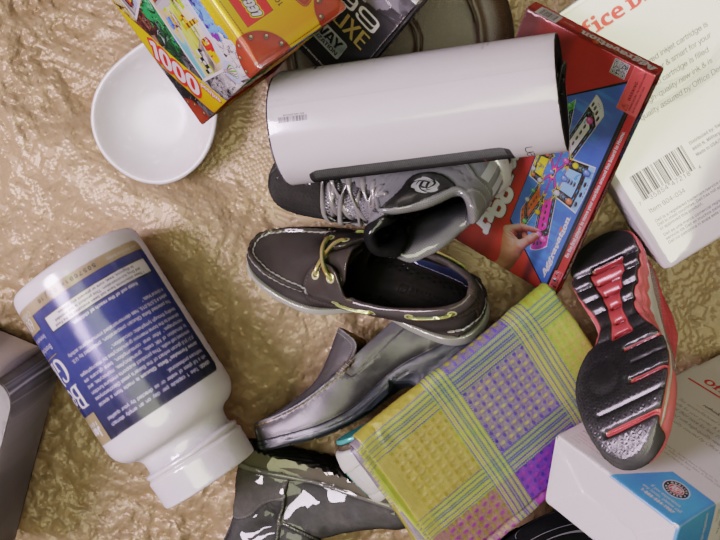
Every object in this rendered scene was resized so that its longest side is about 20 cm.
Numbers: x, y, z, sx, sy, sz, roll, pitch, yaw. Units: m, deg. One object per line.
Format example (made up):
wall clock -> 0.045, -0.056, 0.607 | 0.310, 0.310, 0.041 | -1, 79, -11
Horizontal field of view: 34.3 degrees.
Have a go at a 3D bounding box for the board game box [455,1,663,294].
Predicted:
board game box -> 0.134, -0.083, 0.852 | 0.103, 0.019, 0.201 | 32, 131, 18

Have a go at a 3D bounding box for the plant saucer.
plant saucer -> 0.020, -0.174, 0.901 | 0.199, 0.032, 0.201 | 1, 99, 4

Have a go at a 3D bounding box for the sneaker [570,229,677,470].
sneaker -> 0.209, 0.063, 0.855 | 0.074, 0.201, 0.087 | -26, 131, 32

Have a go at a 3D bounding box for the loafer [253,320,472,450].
loafer -> -0.001, 0.078, 0.928 | 0.199, 0.073, 0.073 | -28, 88, -2

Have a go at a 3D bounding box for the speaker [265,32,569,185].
speaker -> 0.042, -0.109, 0.794 | 0.199, 0.081, 0.082 | -6, 99, 14

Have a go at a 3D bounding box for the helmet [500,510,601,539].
helmet -> 0.190, 0.276, 0.880 | 0.190, 0.200, 0.201 | -10, 99, 9

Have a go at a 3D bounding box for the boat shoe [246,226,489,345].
boat shoe -> 0.000, 0.000, 0.889 | 0.200, 0.061, 0.072 | 14, 69, 17

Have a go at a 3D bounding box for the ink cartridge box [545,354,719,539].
ink cartridge box -> 0.250, 0.141, 0.864 | 0.199, 0.116, 0.067 | -19, 127, -32

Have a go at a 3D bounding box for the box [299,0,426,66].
box -> -0.043, -0.233, 0.799 | 0.200, 0.158, 0.050 | 46, 69, -5

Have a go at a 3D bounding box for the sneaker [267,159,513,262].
sneaker -> 0.004, -0.052, 0.851 | 0.199, 0.116, 0.075 | -4, 123, 27

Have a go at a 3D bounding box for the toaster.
toaster -> -0.348, 0.122, 0.929 | 0.180, 0.119, 0.201 | 17, 100, 0

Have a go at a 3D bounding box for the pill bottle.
pill bottle -> -0.170, 0.078, 0.904 | 0.111, 0.111, 0.201 | -33, 89, 8

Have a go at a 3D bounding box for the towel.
towel -> 0.099, 0.120, 0.876 | 0.200, 0.023, 0.144 | -39, 109, -9

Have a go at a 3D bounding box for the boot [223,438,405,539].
boot -> -0.044, 0.252, 0.954 | 0.181, 0.073, 0.201 | 13, 93, 16

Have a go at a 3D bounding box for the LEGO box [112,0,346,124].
LEGO box -> -0.118, -0.214, 0.774 | 0.077, 0.149, 0.200 | -39, 97, -22

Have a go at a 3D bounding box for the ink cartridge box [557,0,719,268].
ink cartridge box -> 0.230, -0.127, 0.867 | 0.145, 0.084, 0.201 | -32, 96, 8

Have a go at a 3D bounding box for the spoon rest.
spoon rest -> -0.135, -0.160, 0.898 | 0.099, 0.061, 0.201 | 31, 99, -1

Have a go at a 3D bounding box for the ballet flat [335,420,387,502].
ballet flat -> 0.076, 0.115, 0.908 | 0.199, 0.069, 0.070 | -28, 97, -13
